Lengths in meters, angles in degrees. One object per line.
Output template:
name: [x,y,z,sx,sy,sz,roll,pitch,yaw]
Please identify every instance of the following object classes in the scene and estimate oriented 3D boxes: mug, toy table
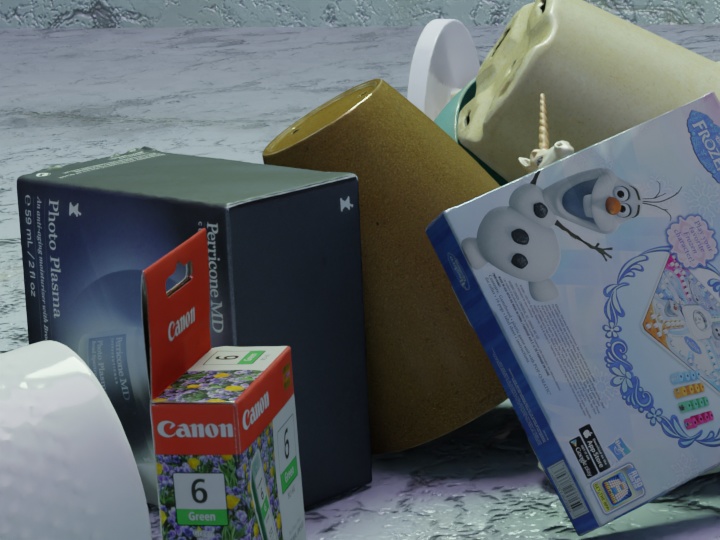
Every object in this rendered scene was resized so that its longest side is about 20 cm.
mug: [-0.225,0.140,1.160,0.174,0.149,0.200,-19,-12,-28]
toy table: [0.120,-0.125,2.041,0.116,0.202,0.184,7,29,29]

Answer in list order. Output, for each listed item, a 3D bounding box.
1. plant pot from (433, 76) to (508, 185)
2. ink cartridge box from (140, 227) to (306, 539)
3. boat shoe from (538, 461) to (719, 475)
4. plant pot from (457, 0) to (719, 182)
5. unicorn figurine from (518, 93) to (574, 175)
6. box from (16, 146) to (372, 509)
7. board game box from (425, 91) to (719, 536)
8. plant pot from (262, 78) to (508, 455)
plant pot: [0.104,-0.035,1.750,0.134,0.201,0.199,-36,-10,38]
ink cartridge box: [-0.069,0.087,1.166,0.050,0.202,0.109,0,13,14]
boat shoe: [0.208,0.093,1.379,0.200,0.061,0.072,-4,14,-4]
plant pot: [0.178,-0.106,1.640,0.183,0.201,0.201,30,8,-11]
unicorn figurine: [0.167,-0.021,1.422,0.074,0.201,0.137,-38,4,-12]
box: [-0.105,0.036,1.394,0.197,0.202,0.123,8,16,41]
board game box: [0.168,0.022,1.311,0.198,0.201,0.043,-24,-7,-21]
plant pot: [0.024,-0.014,1.449,0.185,0.201,0.187,-31,12,8]
